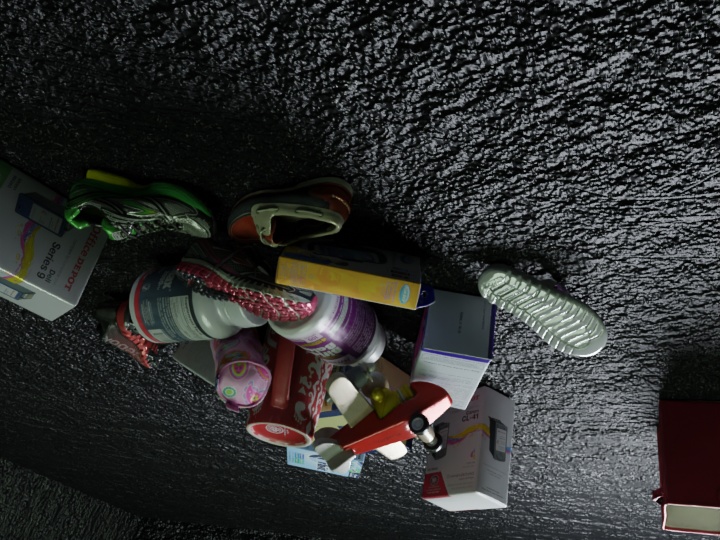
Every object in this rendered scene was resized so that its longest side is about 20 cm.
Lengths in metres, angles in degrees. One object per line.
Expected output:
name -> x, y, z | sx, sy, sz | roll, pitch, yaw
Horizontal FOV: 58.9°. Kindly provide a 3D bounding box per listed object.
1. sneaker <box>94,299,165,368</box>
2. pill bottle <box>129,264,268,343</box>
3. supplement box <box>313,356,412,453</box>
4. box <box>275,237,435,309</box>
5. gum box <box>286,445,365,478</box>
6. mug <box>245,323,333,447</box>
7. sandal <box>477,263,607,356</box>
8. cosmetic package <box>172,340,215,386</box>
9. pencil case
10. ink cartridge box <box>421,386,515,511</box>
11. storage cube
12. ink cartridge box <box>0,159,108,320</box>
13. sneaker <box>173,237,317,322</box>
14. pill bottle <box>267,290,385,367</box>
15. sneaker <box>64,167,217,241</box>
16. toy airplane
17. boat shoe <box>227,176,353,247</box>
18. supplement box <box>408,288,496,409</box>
sneaker -> -0.428, 0.116, 1.182 | 0.097, 0.071, 0.201 | 6, 145, 8
pill bottle -> -0.235, 0.045, 0.962 | 0.199, 0.120, 0.120 | -7, 144, 27
supplement box -> -0.031, 0.243, 1.188 | 0.199, 0.135, 0.200 | -17, 138, 38
box -> 0.000, 0.000, 0.822 | 0.199, 0.119, 0.042 | 9, 108, 1
gum box -> -0.092, 0.485, 1.673 | 0.199, 0.045, 0.170 | 12, 148, 2
mug -> -0.122, 0.164, 1.034 | 0.133, 0.201, 0.178 | -8, 144, 29
sandal -> 0.255, 0.044, 0.873 | 0.202, 0.050, 0.083 | 33, 129, -9
cosmetic package -> -0.240, 0.183, 1.156 | 0.199, 0.074, 0.102 | 20, 160, 44
pencil case -> -0.190, 0.137, 0.984 | 0.087, 0.088, 0.200 | 26, -171, -22
ink cartridge box -> 0.203, 0.336, 1.196 | 0.085, 0.201, 0.147 | 29, 144, -25
storage cube -> 0.603, 0.338, 1.088 | 0.199, 0.181, 0.171 | -2, 145, 23
ink cartridge box -> -0.468, -0.044, 0.874 | 0.087, 0.146, 0.200 | -21, 135, 38
sneaker -> -0.147, 0.007, 0.840 | 0.199, 0.075, 0.081 | 20, 155, 13
pill bottle -> -0.042, 0.076, 0.944 | 0.112, 0.113, 0.200 | -8, 152, 28
sneaker -> -0.285, -0.068, 0.835 | 0.199, 0.086, 0.078 | 10, 148, 2
toy airplane -> 0.017, 0.222, 0.974 | 0.198, 0.142, 0.200 | 10, 134, -19
boat shoe -> -0.097, -0.062, 0.804 | 0.199, 0.063, 0.071 | -11, 144, 34
supplement box -> 0.137, 0.126, 0.984 | 0.103, 0.102, 0.200 | 9, 148, 5
